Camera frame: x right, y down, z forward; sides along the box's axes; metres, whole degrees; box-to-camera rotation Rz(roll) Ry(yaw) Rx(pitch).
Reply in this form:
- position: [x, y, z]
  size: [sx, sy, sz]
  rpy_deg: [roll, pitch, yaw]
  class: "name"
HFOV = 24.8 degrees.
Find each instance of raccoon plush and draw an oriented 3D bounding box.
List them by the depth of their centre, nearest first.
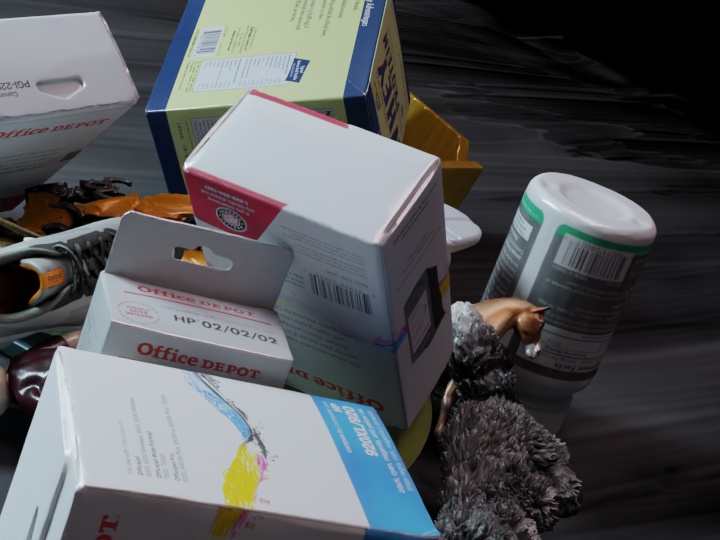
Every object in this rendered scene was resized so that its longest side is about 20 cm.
- position: [0.066, 0.129, 1.119]
  size: [0.200, 0.097, 0.134]
  rpy_deg: [59, 26, 9]
  class: "raccoon plush"

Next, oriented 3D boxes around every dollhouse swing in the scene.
- position: [-0.033, -0.106, 1.579]
  size: [0.175, 0.182, 0.200]
  rpy_deg: [24, 15, -40]
  class: "dollhouse swing"

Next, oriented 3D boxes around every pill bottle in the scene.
- position: [0.157, 0.031, 1.354]
  size: [0.113, 0.201, 0.113]
  rpy_deg: [18, 21, -7]
  class: "pill bottle"

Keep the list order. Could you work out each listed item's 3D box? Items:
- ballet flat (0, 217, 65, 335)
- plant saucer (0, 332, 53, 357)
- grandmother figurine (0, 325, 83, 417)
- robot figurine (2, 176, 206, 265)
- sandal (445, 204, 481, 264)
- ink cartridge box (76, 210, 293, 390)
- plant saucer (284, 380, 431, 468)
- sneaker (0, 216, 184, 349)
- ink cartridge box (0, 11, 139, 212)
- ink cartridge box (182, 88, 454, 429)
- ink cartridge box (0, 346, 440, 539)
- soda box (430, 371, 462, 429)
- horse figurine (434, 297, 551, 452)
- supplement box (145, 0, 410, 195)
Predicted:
- position: [-0.259, -0.008, 1.187]
  size: [0.199, 0.071, 0.071]
  rpy_deg: [23, 21, 10]
  class: "ballet flat"
- position: [-0.265, 0.034, 1.204]
  size: [0.199, 0.019, 0.070]
  rpy_deg: [26, 22, 15]
  class: "plant saucer"
- position: [-0.185, 0.074, 1.079]
  size: [0.199, 0.061, 0.121]
  rpy_deg: [-4, 14, -15]
  class: "grandmother figurine"
- position: [-0.186, -0.015, 1.283]
  size: [0.199, 0.058, 0.145]
  rpy_deg: [5, 35, 2]
  class: "robot figurine"
- position: [-0.004, -0.004, 1.275]
  size: [0.206, 0.059, 0.079]
  rpy_deg: [-15, 36, -24]
  class: "sandal"
- position: [-0.116, 0.076, 0.988]
  size: [0.115, 0.201, 0.068]
  rpy_deg: [13, 22, -19]
  class: "ink cartridge box"
- position: [-0.048, 0.086, 1.151]
  size: [0.199, 0.031, 0.200]
  rpy_deg: [1, 40, -1]
  class: "plant saucer"
- position: [-0.201, 0.007, 1.123]
  size: [0.200, 0.079, 0.074]
  rpy_deg: [-20, 87, -37]
  class: "sneaker"
- position: [-0.288, -0.113, 1.257]
  size: [0.145, 0.200, 0.085]
  rpy_deg: [-15, 79, -48]
  class: "ink cartridge box"
- position: [-0.022, -0.004, 1.070]
  size: [0.147, 0.200, 0.086]
  rpy_deg: [22, 58, 21]
  class: "ink cartridge box"
- position: [-0.088, 0.152, 0.904]
  size: [0.199, 0.148, 0.145]
  rpy_deg: [13, 22, -22]
  class: "ink cartridge box"
- position: [0.020, 0.060, 1.311]
  size: [0.200, 0.071, 0.063]
  rpy_deg: [29, -20, 18]
  class: "soda box"
- position: [0.039, 0.070, 1.240]
  size: [0.199, 0.050, 0.133]
  rpy_deg: [5, 64, 8]
  class: "horse figurine"
- position: [-0.068, -0.153, 1.509]
  size: [0.199, 0.135, 0.200]
  rpy_deg: [-3, 39, 11]
  class: "supplement box"
